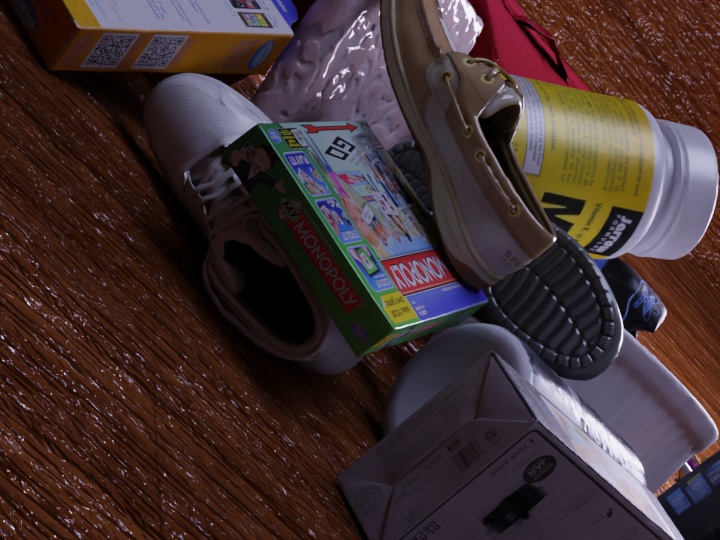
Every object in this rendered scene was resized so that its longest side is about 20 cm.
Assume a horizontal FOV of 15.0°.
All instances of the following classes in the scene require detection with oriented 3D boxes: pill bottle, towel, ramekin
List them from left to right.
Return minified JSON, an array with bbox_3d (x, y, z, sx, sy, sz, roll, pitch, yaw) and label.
[{"bbox_3d":[-0.009,-0.112,1.739,0.032,0.200,0.191,33,-1,23],"label":"towel"},{"bbox_3d":[0.107,0.123,1.680,0.200,0.106,0.106,42,14,-43],"label":"pill bottle"},{"bbox_3d":[0.137,-0.069,1.875,0.199,0.115,0.114,10,31,-25],"label":"pill bottle"},{"bbox_3d":[0.135,0.082,1.846,0.200,0.098,0.200,41,-5,5],"label":"ramekin"}]

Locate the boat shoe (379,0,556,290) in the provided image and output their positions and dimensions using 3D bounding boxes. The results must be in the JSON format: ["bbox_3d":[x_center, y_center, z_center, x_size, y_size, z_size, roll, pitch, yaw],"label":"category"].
[{"bbox_3d":[0.067,-0.090,1.638,0.074,0.066,0.201,18,52,-65],"label":"boat shoe"}]

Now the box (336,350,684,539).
[{"bbox_3d":[0.090,0.141,1.518,0.200,0.117,0.060,40,13,-46],"label":"box"}]

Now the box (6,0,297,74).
[{"bbox_3d":[-0.128,-0.171,1.620,0.200,0.042,0.119,-1,50,-49],"label":"box"}]

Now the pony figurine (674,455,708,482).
[{"bbox_3d":[0.319,0.249,2.159,0.193,0.166,0.201,31,38,-45],"label":"pony figurine"}]

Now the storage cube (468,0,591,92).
[{"bbox_3d":[0.071,-0.091,2.035,0.171,0.200,0.180,48,17,-26],"label":"storage cube"}]

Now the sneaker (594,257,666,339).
[{"bbox_3d":[0.151,0.049,2.004,0.078,0.070,0.200,40,-29,-2],"label":"sneaker"}]

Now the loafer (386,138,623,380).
[{"bbox_3d":[0.089,-0.004,1.717,0.200,0.075,0.070,46,-7,23],"label":"loafer"}]

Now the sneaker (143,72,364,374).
[{"bbox_3d":[-0.066,-0.034,1.542,0.200,0.074,0.116,55,7,10],"label":"sneaker"}]

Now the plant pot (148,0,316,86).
[{"bbox_3d":[-0.087,-0.218,1.791,0.201,0.177,0.201,50,10,-13],"label":"plant pot"}]

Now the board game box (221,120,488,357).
[{"bbox_3d":[0.001,-0.022,1.552,0.135,0.029,0.200,55,16,7],"label":"board game box"}]

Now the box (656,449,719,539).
[{"bbox_3d":[0.262,0.205,1.823,0.161,0.200,0.049,58,10,30],"label":"box"}]
